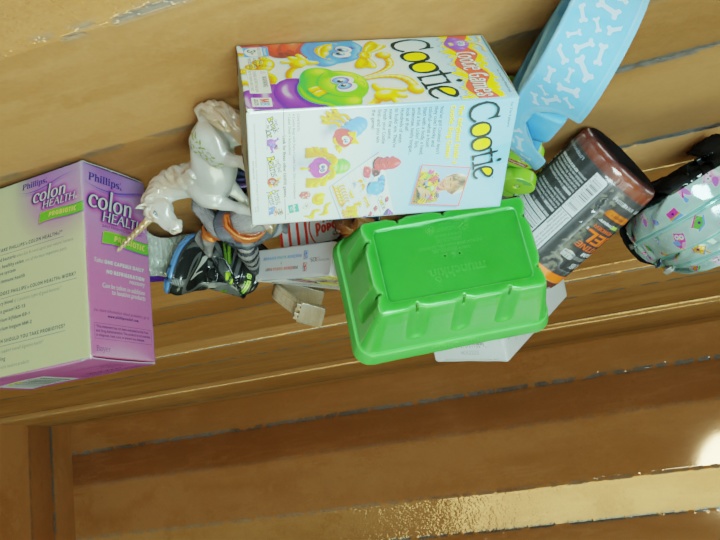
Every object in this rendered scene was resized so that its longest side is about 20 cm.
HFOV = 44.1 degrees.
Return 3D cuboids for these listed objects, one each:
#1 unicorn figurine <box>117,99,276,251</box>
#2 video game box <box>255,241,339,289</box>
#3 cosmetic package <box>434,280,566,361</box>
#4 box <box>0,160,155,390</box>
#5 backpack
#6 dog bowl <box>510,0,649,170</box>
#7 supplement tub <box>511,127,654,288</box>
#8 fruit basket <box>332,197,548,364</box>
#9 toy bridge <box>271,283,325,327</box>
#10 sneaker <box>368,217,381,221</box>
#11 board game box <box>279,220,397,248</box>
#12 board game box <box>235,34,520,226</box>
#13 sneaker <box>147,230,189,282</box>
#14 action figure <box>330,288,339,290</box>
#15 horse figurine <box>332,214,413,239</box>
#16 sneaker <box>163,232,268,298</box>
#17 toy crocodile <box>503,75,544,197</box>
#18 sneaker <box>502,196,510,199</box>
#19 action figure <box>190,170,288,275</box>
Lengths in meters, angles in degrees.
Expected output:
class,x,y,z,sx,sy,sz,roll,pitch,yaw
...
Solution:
class,x,y,z,sx,sy,sz,roll,pitch,yaw
unicorn figurine,-0.136,-0.084,0.836,0.137,0.074,0.200,23,128,1
video game box,0.000,0.000,1.090,0.200,0.047,0.182,7,176,-34
cosmetic package,0.174,0.041,1.120,0.101,0.071,0.200,-4,-161,37
box,-0.317,0.012,0.923,0.176,0.200,0.097,-14,166,25
backpack,0.387,-0.068,1.001,0.167,0.127,0.200,-38,176,2
dog bowl,0.154,-0.154,0.684,0.050,0.112,0.200,26,164,0
supplement tub,0.215,-0.053,0.977,0.200,0.107,0.107,-46,149,24
fruit basket,0.077,0.009,0.906,0.215,0.156,0.216,-11,161,-4
toy bridge,-0.082,0.029,1.168,0.067,0.027,0.200,15,-168,-7
sneaker,0.038,-0.093,0.830,0.200,0.079,0.089,4,160,-16
board game box,-0.005,-0.041,1.203,0.151,0.046,0.200,-11,167,13
board game box,0.008,-0.113,0.700,0.200,0.103,0.105,-5,132,-9
sneaker,-0.290,-0.017,1.108,0.099,0.070,0.200,-9,166,30
action figure,0.019,0.021,1.278,0.118,0.055,0.200,-12,167,37
horse figurine,0.045,-0.091,0.907,0.200,0.050,0.133,-18,139,13
sneaker,-0.169,-0.005,1.118,0.083,0.071,0.200,31,-159,23
toy crocodile,0.151,-0.126,0.884,0.062,0.068,0.200,10,167,8
sneaker,0.214,-0.054,1.080,0.200,0.116,0.074,1,139,-47
action figure,-0.102,-0.055,0.982,0.200,0.105,0.193,-5,176,-7
